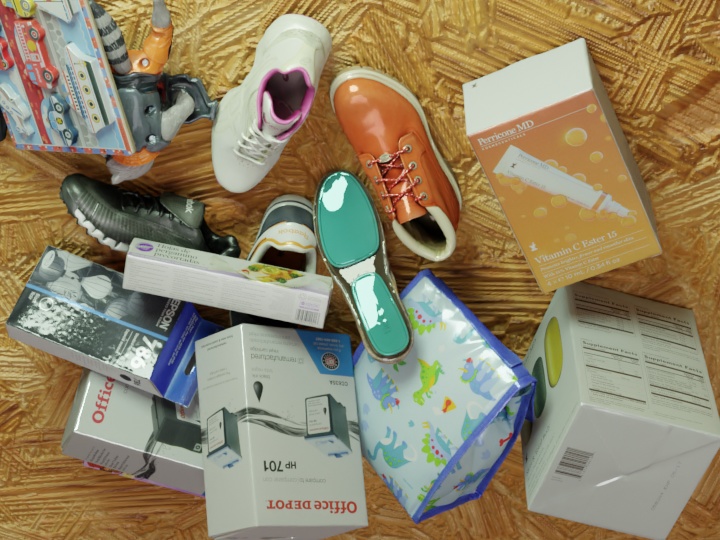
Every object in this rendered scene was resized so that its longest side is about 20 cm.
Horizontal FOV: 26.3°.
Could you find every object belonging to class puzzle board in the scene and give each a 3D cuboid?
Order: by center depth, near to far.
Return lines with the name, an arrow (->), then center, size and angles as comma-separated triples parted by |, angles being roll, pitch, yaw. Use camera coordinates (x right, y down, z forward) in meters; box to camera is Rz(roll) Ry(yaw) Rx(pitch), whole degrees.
puzzle board -> -0.288, -0.195, 1.374 | 0.151, 0.017, 0.200 | 6, 124, 35

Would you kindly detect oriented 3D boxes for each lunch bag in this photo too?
lunch bag -> 0.080, 0.123, 1.563 | 0.127, 0.170, 0.200 | -17, 143, -41

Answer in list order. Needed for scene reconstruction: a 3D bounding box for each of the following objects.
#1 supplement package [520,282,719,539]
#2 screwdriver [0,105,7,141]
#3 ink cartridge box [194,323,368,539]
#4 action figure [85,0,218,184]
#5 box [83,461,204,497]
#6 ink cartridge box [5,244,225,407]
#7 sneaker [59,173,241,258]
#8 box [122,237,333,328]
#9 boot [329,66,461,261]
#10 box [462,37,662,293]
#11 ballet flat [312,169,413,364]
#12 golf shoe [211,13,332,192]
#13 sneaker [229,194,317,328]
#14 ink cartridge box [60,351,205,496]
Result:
supplement package -> 0.256, 0.139, 1.563 | 0.151, 0.200, 0.152 | 14, 125, -9
screwdriver -> -0.343, -0.207, 1.427 | 0.028, 0.029, 0.200 | 5, 127, -3
ink cartridge box -> -0.079, 0.163, 1.532 | 0.146, 0.200, 0.086 | 7, 159, -41
action figure -> -0.239, -0.169, 1.410 | 0.200, 0.105, 0.194 | -6, 117, 4
box -> -0.194, 0.184, 1.706 | 0.200, 0.039, 0.137 | 16, 126, -11
ink cartridge box -> -0.244, 0.055, 1.544 | 0.200, 0.100, 0.039 | 21, 153, 4
sneaker -> -0.200, -0.050, 1.520 | 0.200, 0.066, 0.090 | 36, 117, -27
box -> -0.127, 0.012, 1.486 | 0.200, 0.039, 0.041 | 11, 120, -1
boot -> 0.037, -0.099, 1.452 | 0.075, 0.107, 0.200 | -26, 120, 21
box -> 0.191, -0.096, 1.454 | 0.124, 0.098, 0.200 | -20, 123, 16
ballet flat -> 0.000, 0.000, 1.520 | 0.068, 0.200, 0.067 | -15, 170, 0
golf shoe -> -0.091, -0.142, 1.432 | 0.075, 0.092, 0.200 | 19, 126, -14
sneaker -> -0.091, 0.023, 1.563 | 0.078, 0.079, 0.200 | 9, 128, -7
ink cartridge box -> -0.192, 0.141, 1.597 | 0.200, 0.145, 0.084 | 18, 153, -12
